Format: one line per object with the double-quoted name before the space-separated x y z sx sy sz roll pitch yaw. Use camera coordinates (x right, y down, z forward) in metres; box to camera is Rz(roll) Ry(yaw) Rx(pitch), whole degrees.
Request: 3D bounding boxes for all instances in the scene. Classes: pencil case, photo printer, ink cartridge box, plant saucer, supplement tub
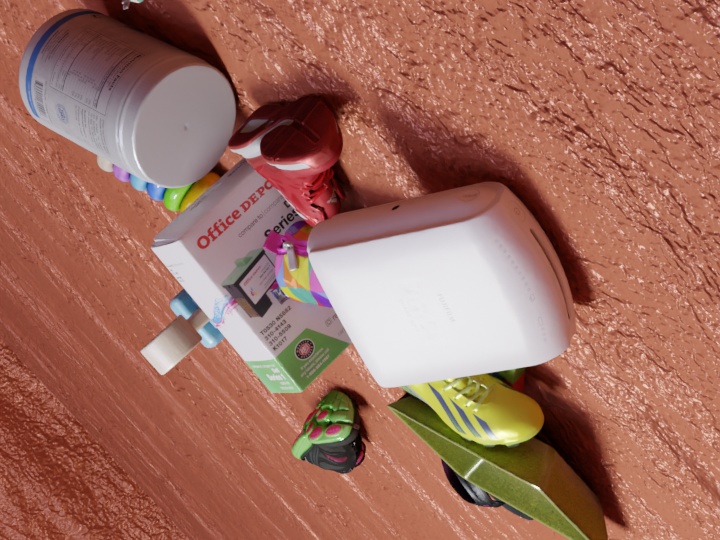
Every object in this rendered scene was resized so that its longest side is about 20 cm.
"pencil case" 0.000 0.000 1.655 0.200 0.088 0.088 7 138 47
"photo printer" 0.075 0.013 1.486 0.200 0.070 0.167 -10 121 31
"ink cartridge box" -0.087 0.001 1.767 0.200 0.145 0.084 51 159 -14
"plant saucer" 0.149 0.193 1.756 0.200 0.048 0.200 27 168 37
"supplement tub" -0.232 -0.172 1.743 0.200 0.132 0.132 28 154 39

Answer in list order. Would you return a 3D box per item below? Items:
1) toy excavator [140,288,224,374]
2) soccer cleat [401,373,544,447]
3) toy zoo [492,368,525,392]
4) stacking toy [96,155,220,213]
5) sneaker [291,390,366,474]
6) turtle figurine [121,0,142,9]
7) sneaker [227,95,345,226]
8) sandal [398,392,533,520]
"toy excavator" -0.167 0.046 1.931 0.100 0.200 0.194 47 160 -5
"soccer cleat" 0.088 0.104 1.678 0.200 0.065 0.084 28 151 40
"toy zoo" 0.105 0.090 1.743 0.131 0.020 0.200 38 159 21
"stacking toy" -0.181 -0.091 1.897 0.200 0.085 0.085 36 159 6
"sneaker" -0.025 0.202 2.163 0.084 0.077 0.200 29 164 -4
"turtle figurine" -0.180 -0.295 1.454 0.200 0.100 0.150 47 152 45
"sneaker" -0.038 -0.095 1.621 0.116 0.078 0.200 44 173 -22
"sandal" 0.109 0.214 1.930 0.200 0.048 0.075 39 159 20
